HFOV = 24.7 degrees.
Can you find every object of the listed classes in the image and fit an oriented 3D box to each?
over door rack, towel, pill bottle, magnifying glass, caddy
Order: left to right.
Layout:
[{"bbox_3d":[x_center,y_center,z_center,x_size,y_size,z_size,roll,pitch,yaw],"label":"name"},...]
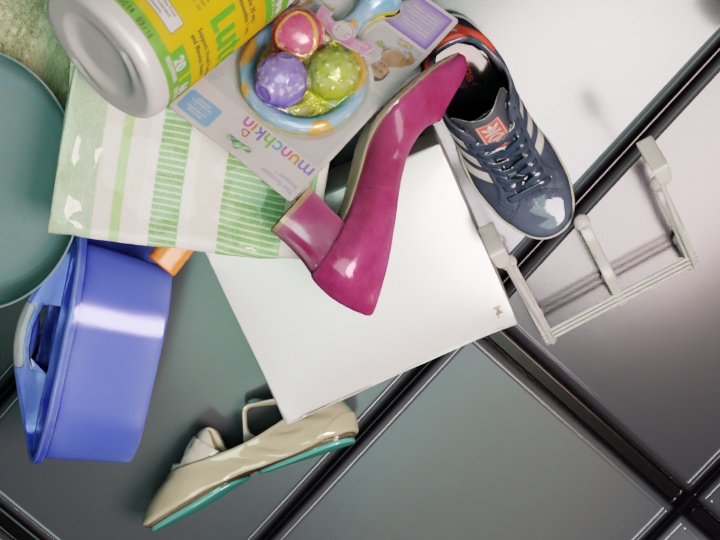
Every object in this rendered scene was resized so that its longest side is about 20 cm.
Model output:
[{"bbox_3d":[-0.259,-0.132,1.286,0.148,0.037,0.201,30,112,-3],"label":"towel"},{"bbox_3d":[-0.219,0.056,1.291,0.104,0.141,0.201,10,103,-18],"label":"caddy"},{"bbox_3d":[-0.121,-0.090,1.211,0.199,0.023,0.154,8,92,-8],"label":"towel"},{"bbox_3d":[-0.111,-0.207,1.151,0.200,0.111,0.111,-43,102,-23],"label":"pill bottle"},{"bbox_3d":[-0.089,-0.082,1.243,0.080,0.022,0.200,40,82,-23],"label":"magnifying glass"},{"bbox_3d":[0.178,-0.028,1.276,0.147,0.200,0.067,-29,61,6],"label":"over door rack"}]

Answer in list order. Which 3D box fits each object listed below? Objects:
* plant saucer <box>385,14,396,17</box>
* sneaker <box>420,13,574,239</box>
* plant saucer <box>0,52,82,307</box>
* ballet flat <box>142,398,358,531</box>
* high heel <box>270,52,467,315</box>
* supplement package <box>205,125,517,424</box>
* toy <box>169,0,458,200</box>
[{"bbox_3d":[-0.062,-0.204,1.258,0.199,0.032,0.202,-4,101,-22],"label":"plant saucer"},{"bbox_3d":[0.106,-0.106,1.292,0.075,0.085,0.201,-33,102,7],"label":"sneaker"},{"bbox_3d":[-0.294,-0.071,1.259,0.199,0.027,0.202,3,98,20],"label":"plant saucer"},{"bbox_3d":[-0.098,0.149,1.366,0.199,0.069,0.070,-24,103,3],"label":"ballet flat"},{"bbox_3d":[0.032,-0.065,1.199,0.096,0.067,0.200,43,72,-5],"label":"high heel"},{"bbox_3d":[0.000,0.000,1.302,0.199,0.111,0.156,-24,103,4],"label":"supplement package"},{"bbox_3d":[-0.030,-0.159,1.187,0.115,0.047,0.200,37,64,11],"label":"toy"}]
